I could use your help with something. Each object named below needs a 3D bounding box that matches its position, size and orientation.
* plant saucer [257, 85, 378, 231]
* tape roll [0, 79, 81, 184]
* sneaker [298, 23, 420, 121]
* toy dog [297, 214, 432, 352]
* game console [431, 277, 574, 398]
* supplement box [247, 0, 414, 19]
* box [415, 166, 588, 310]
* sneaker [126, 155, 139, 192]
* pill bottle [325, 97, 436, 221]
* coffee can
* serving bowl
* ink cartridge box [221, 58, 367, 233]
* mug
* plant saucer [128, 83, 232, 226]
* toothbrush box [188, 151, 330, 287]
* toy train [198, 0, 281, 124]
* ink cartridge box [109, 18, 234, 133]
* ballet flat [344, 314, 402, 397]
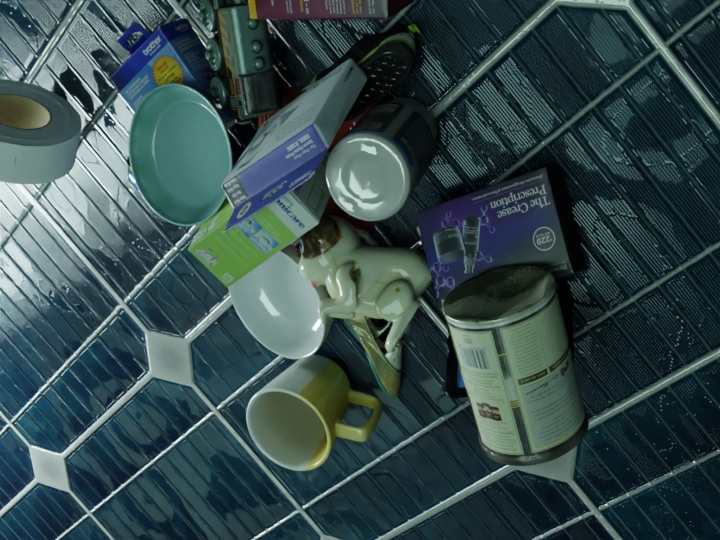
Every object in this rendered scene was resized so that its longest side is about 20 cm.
[{"bbox_3d":[-0.072,-0.162,1.310,0.195,0.037,0.204,12,118,19],"label":"plant saucer"},{"bbox_3d":[-0.548,-0.222,1.403,0.200,0.203,0.072,30,123,8],"label":"tape roll"},{"bbox_3d":[0.003,-0.270,1.202,0.197,0.084,0.072,-19,134,34],"label":"sneaker"},{"bbox_3d":[0.000,0.000,1.266,0.197,0.140,0.197,30,96,4],"label":"toy dog"},{"bbox_3d":[0.192,0.063,1.248,0.196,0.117,0.179,-14,108,29],"label":"game console"},{"bbox_3d":[-0.039,-0.378,1.143,0.195,0.110,0.088,6,118,22],"label":"supplement box"},{"bbox_3d":[0.189,-0.040,1.195,0.197,0.078,0.144,-18,86,30],"label":"box"},{"bbox_3d":[-0.281,-0.133,1.412,0.196,0.066,0.080,16,136,16],"label":"sneaker"},{"bbox_3d":[0.035,-0.154,1.160,0.111,0.201,0.116,8,117,15],"label":"pill bottle"},{"bbox_3d":[0.196,0.117,1.112,0.143,0.147,0.204,-7,113,27],"label":"coffee can"},{"bbox_3d":[-0.117,0.037,1.400,0.197,0.066,0.204,20,127,29],"label":"serving bowl"},{"bbox_3d":[-0.095,-0.161,1.135,0.041,0.202,0.198,43,135,-22],"label":"ink cartridge box"},{"bbox_3d":[-0.072,0.227,1.429,0.185,0.153,0.151,36,124,4],"label":"mug"},{"bbox_3d":[-0.254,-0.168,1.283,0.196,0.036,0.205,9,107,30],"label":"plant saucer"},{"bbox_3d":[-0.135,-0.090,1.257,0.198,0.147,0.086,-34,114,33],"label":"toothbrush box"},{"bbox_3d":[-0.164,-0.305,1.229,0.113,0.084,0.205,17,118,54],"label":"toy train"},{"bbox_3d":[-0.281,-0.278,1.329,0.135,0.076,0.202,-31,97,33],"label":"ink cartridge box"},{"bbox_3d":[0.028,0.105,1.380,0.070,0.071,0.203,-22,104,31],"label":"ballet flat"}]
